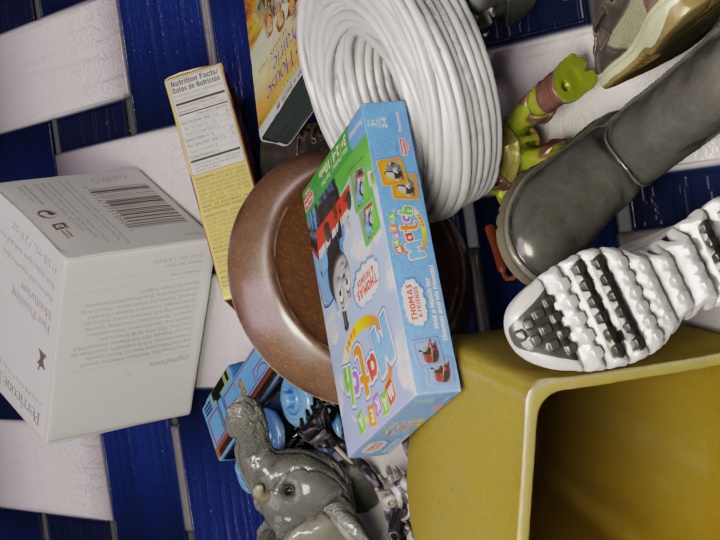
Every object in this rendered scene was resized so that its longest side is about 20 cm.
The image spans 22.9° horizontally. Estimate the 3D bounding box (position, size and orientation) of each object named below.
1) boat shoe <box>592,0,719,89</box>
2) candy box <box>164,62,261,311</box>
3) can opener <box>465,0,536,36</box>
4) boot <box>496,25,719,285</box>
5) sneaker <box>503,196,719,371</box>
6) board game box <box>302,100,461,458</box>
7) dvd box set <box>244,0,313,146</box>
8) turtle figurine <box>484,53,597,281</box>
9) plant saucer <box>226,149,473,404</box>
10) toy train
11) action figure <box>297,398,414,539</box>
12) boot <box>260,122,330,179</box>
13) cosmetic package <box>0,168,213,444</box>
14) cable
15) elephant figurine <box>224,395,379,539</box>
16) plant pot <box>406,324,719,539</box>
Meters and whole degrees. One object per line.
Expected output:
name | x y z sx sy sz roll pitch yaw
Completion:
boat shoe | 0.179 -0.165 1.100 0.066 0.071 0.201 61 175 3
candy box | -0.110 -0.065 1.531 0.117 0.056 0.201 65 -170 -77
can opener | 0.088 -0.207 1.195 0.053 0.066 0.200 60 178 7
boot | 0.187 -0.083 1.097 0.073 0.182 0.200 46 145 -13
sneaker | 0.166 0.016 1.113 0.081 0.199 0.076 -22 88 60
board game box | 0.011 0.009 1.201 0.151 0.036 0.201 129 133 -62
dvd box set | -0.051 -0.223 1.433 0.146 0.029 0.201 -50 38 46
turtle figurine | 0.106 -0.099 1.274 0.161 0.064 0.201 -22 80 53
plant saucer | 0.000 0.000 1.322 0.034 0.199 0.202 -35 70 63
toy train | -0.064 0.110 1.537 0.200 0.086 0.115 -57 48 43
action figure | 0.049 0.165 1.380 0.119 0.102 0.200 -35 109 22
boot | -0.030 -0.110 1.453 0.174 0.069 0.202 16 110 52
cosmetic package | -0.258 0.031 1.708 0.165 0.164 0.201 38 126 44
cable | 0.027 -0.131 1.246 0.201 0.069 0.200 61 155 17
elephant figurine | -0.040 0.208 1.465 0.142 0.154 0.201 48 131 37
plant pot | 0.129 0.126 1.196 0.200 0.194 0.196 26 118 55
